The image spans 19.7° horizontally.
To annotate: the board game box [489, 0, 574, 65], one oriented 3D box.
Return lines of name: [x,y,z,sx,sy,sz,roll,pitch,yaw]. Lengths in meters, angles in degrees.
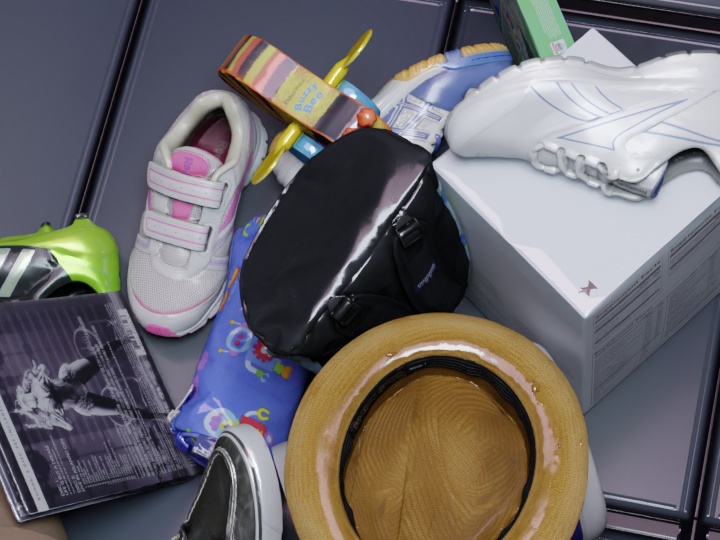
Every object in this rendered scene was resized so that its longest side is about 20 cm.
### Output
board game box: [0.122,-0.196,1.546,0.029,0.135,0.201,-18,67,-2]

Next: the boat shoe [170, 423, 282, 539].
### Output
boat shoe: [-0.098,0.204,1.394,0.063,0.071,0.201,0,97,-35]

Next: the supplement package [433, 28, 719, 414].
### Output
supplement package: [0.157,-0.029,1.437,0.151,0.200,0.152,-40,70,-10]

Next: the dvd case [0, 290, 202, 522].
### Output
dvd case: [-0.198,0.089,1.428,0.016,0.200,0.149,-31,78,27]

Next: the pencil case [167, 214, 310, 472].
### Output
pencil case: [-0.075,0.054,1.493,0.087,0.078,0.201,21,69,-9]

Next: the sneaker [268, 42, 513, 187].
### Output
sneaker: [0.034,-0.098,1.559,0.199,0.075,0.088,-27,81,0]

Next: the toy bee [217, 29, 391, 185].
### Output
toy bee: [-0.014,-0.111,1.472,0.199,0.109,0.132,15,81,5]

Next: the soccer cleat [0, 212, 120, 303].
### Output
soccer cleat: [-0.276,0.016,1.541,0.199,0.068,0.081,-13,77,0]

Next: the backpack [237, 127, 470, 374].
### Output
backpack: [0.000,0.000,1.387,0.154,0.200,0.163,34,88,35]

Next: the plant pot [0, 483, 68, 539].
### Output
plant pot: [-0.278,0.193,1.416,0.199,0.201,0.175,-14,49,0]

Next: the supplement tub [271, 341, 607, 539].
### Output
supplement tub: [0.053,0.144,1.407,0.199,0.146,0.146,-19,67,-2]

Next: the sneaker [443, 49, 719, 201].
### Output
sneaker: [0.153,-0.088,1.316,0.199,0.075,0.088,-5,72,4]

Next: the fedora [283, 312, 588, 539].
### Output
fedora: [0.047,0.129,1.294,0.200,0.082,0.202,-1,67,1]

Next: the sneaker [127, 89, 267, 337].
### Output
sneaker: [-0.128,-0.050,1.537,0.081,0.088,0.201,9,69,10]
